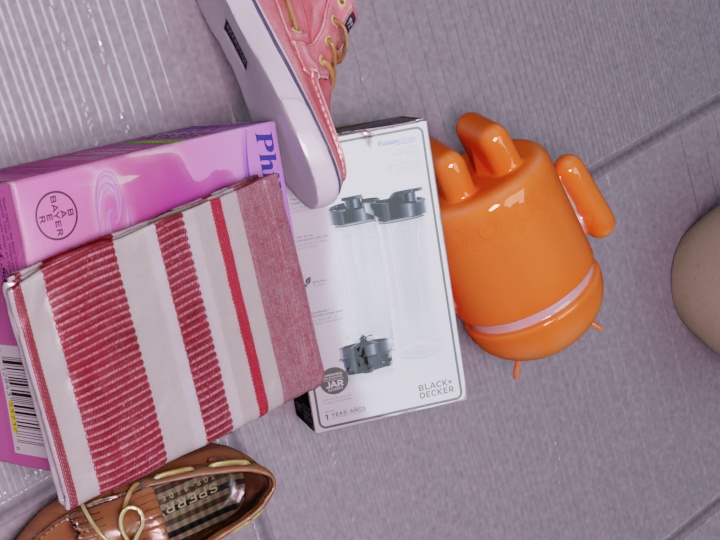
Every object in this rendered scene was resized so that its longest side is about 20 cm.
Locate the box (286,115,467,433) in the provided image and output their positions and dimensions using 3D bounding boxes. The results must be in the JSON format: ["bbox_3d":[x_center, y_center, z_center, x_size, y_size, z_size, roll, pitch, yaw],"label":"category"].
[{"bbox_3d":[0.000,0.000,1.226,0.116,0.060,0.201,-12,100,-13],"label":"box"}]

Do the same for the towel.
[{"bbox_3d":[-0.113,0.039,1.056,0.199,0.023,0.145,-25,109,-36],"label":"towel"}]

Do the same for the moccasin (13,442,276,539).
[{"bbox_3d":[-0.140,0.169,1.125,0.201,0.078,0.074,-15,101,-40],"label":"moccasin"}]

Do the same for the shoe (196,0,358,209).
[{"bbox_3d":[-0.035,-0.142,1.160,0.091,0.072,0.201,-20,73,-20],"label":"shoe"}]

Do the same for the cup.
[{"bbox_3d":[0.353,0.009,1.512,0.200,0.143,0.202,-1,92,-41],"label":"cup"}]

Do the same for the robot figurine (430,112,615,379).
[{"bbox_3d":[0.108,-0.016,1.315,0.144,0.116,0.201,-51,122,-43],"label":"robot figurine"}]

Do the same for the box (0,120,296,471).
[{"bbox_3d":[-0.141,0.011,1.106,0.199,0.096,0.177,-17,102,-40],"label":"box"}]
